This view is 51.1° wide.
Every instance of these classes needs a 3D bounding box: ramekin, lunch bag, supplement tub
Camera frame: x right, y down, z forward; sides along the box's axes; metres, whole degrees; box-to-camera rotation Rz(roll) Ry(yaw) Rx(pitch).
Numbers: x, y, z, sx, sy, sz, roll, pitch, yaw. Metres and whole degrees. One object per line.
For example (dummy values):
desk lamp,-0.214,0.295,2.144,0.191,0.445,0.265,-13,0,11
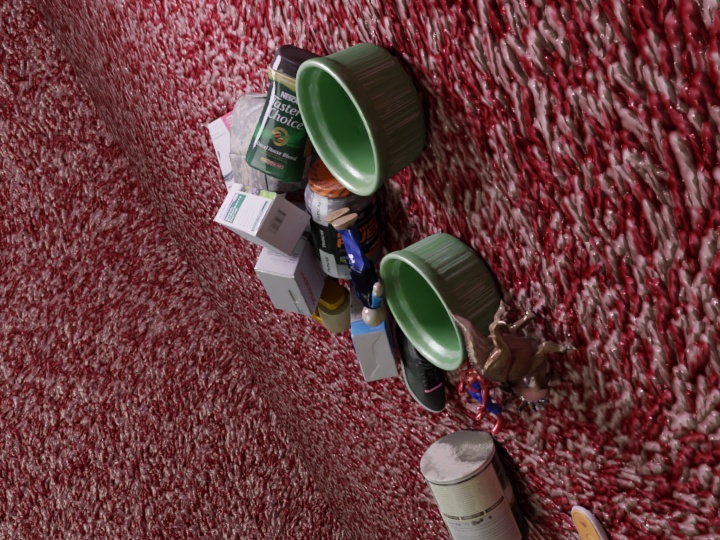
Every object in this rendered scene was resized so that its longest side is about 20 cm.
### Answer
ramekin,0.003,-0.218,1.063,0.200,0.097,0.201,48,157,28
lunch bag,-0.153,-0.238,1.368,0.199,0.138,0.170,20,124,56
supplement tub,-0.029,-0.093,1.297,0.122,0.122,0.201,42,154,38
ramekin,0.126,0.041,1.153,0.200,0.097,0.201,48,157,28

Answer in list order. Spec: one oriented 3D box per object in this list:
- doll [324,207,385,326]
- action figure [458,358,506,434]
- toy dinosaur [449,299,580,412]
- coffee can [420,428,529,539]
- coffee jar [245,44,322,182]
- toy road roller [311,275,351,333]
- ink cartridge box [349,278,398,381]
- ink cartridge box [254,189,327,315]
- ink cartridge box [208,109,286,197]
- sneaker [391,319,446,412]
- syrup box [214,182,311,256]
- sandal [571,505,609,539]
doll,0.000,0.000,1.219,0.136,0.048,0.202,41,154,65
action figure,0.192,0.199,1.235,0.065,0.051,0.201,45,165,45
toy dinosaur,0.201,0.125,1.024,0.086,0.198,0.137,-109,40,-63
coffee can,0.213,0.421,1.399,0.146,0.145,0.202,13,131,62
coffee jar,-0.110,-0.249,1.198,0.103,0.085,0.202,23,114,7
toy road roller,-0.073,0.014,1.531,0.199,0.146,0.123,35,159,22
ink cartridge box,0.024,0.099,1.443,0.201,0.066,0.117,-93,-11,-56
ink cartridge box,-0.110,-0.039,1.408,0.083,0.202,0.145,8,150,18
ink cartridge box,-0.221,-0.223,1.541,0.144,0.084,0.203,-7,102,56
sneaker,0.122,0.182,1.389,0.202,0.070,0.099,68,163,-12
syrup box,-0.174,-0.091,1.307,0.081,0.079,0.199,31,174,-33
sandal,0.380,0.479,1.211,0.208,0.059,0.079,61,160,-3
